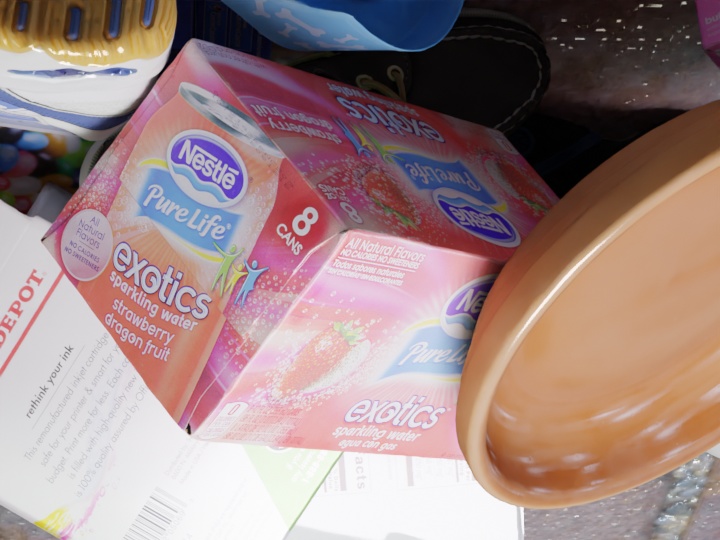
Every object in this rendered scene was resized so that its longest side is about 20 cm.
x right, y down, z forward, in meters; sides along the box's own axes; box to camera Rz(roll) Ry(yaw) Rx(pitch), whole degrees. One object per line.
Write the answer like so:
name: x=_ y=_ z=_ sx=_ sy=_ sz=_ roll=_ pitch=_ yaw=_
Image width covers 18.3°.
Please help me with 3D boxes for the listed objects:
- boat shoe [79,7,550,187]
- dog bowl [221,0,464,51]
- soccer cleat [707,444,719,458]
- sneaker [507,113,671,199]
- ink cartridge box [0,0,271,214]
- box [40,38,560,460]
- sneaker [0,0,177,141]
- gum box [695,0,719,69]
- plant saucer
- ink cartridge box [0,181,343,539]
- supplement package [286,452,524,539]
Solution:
boat shoe: x=-0.010 y=-0.052 z=0.883 sx=0.201 sy=0.072 sz=0.061 roll=-21 pitch=-167 yaw=-12
dog bowl: x=-0.037 y=-0.147 z=0.760 sx=0.049 sy=0.112 sz=0.200 roll=-12 pitch=147 yaw=35
soccer cleat: x=0.249 y=0.047 z=1.109 sx=0.077 sy=0.069 sz=0.200 roll=18 pitch=148 yaw=-36
sneaker: x=0.093 y=-0.020 z=0.979 sx=0.199 sy=0.076 sz=0.077 roll=3 pitch=142 yaw=-9
ink cartridge box: x=-0.136 y=-0.068 z=0.924 sx=0.199 sy=0.042 sz=0.119 roll=-1 pitch=146 yaw=-7
box: x=0.000 y=0.000 z=0.803 sx=0.095 sy=0.103 sz=0.200 roll=-51 pitch=148 yaw=19
sneaker: x=-0.163 y=-0.088 z=0.746 sx=0.199 sy=0.075 sz=0.088 roll=18 pitch=152 yaw=-3
gum box: x=0.188 y=-0.094 z=0.846 sx=0.066 sy=0.114 sz=0.200 roll=-22 pitch=142 yaw=25
plant saucer: x=0.115 y=0.006 z=0.794 sx=0.200 sy=0.037 sz=0.200 roll=-26 pitch=148 yaw=-18
ink cartridge box: x=-0.111 y=0.045 z=0.925 sx=0.200 sy=0.067 sz=0.117 roll=32 pitch=102 yaw=-9
supplement package: x=-0.029 y=0.063 z=1.024 sx=0.199 sy=0.114 sz=0.110 roll=-4 pitch=107 yaw=1
